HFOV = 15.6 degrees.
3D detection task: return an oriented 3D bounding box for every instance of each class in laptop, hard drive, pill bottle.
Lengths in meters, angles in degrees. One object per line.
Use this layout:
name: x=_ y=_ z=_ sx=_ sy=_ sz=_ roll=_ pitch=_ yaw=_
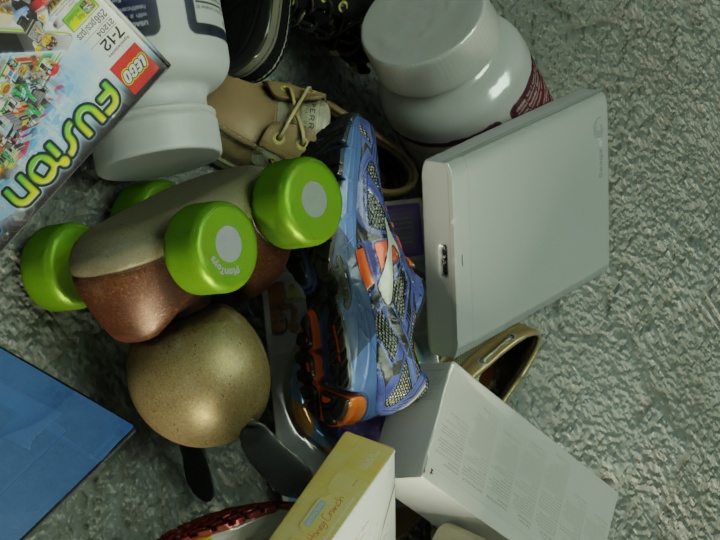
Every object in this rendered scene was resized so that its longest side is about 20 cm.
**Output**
laptop: x=-0.263 y=0.066 z=1.451 sx=0.187 sy=0.116 sz=0.201 roll=-44 pitch=114 yaw=-34
hard drive: x=0.107 y=-0.035 z=1.761 sx=0.200 sy=0.026 sz=0.133 roll=-26 pitch=119 yaw=-51
pill bottle: x=-0.144 y=-0.164 z=1.669 sx=0.111 sy=0.111 sz=0.202 roll=-1 pitch=76 yaw=-44
pill bottle: x=0.077 y=-0.110 z=1.821 sx=0.200 sy=0.109 sz=0.110 roll=59 pitch=40 yaw=-45

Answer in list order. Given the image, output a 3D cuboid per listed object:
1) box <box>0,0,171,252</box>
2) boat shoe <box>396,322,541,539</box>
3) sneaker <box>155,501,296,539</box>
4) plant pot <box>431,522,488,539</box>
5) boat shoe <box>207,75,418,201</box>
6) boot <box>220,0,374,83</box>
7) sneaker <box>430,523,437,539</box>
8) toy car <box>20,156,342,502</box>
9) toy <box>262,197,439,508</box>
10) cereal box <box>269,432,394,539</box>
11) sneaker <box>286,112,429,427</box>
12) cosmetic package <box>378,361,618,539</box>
box: x=-0.218 y=-0.088 z=1.557 sx=0.110 sy=0.035 sz=0.200 roll=45 pitch=80 yaw=-23
boat shoe: x=0.057 y=0.108 z=1.770 sx=0.201 sy=0.076 sz=0.072 roll=-60 pitch=138 yaw=-23
sneaker: x=-0.097 y=0.199 z=1.624 sx=0.199 sy=0.078 sz=0.083 roll=-25 pitch=97 yaw=-36
plant pot: x=0.118 y=0.307 z=1.647 sx=0.201 sy=0.176 sz=0.200 roll=-61 pitch=139 yaw=-22
boat shoe: x=-0.044 y=-0.095 z=1.773 sx=0.199 sy=0.066 sz=0.075 roll=24 pitch=61 yaw=-37
boot: x=-0.034 y=-0.176 z=1.780 sx=0.153 sy=0.073 sz=0.204 roll=36 pitch=32 yaw=-33
sneaker: x=0.073 y=0.183 z=1.798 sx=0.080 sy=0.070 sz=0.201 roll=45 pitch=42 yaw=-15
toy car: x=-0.090 y=0.047 z=1.624 sx=0.157 sy=0.164 sz=0.201 roll=-29 pitch=106 yaw=-44
toy: x=-0.001 y=0.059 z=1.701 sx=0.114 sy=0.047 sz=0.202 roll=-7 pitch=92 yaw=-11
cereal box: x=-0.024 y=0.218 z=1.618 sx=0.144 sy=0.039 sz=0.201 roll=-54 pitch=154 yaw=-39
sneaker: x=0.000 y=0.000 z=1.653 sx=0.078 sy=0.075 sz=0.202 roll=4 pitch=78 yaw=-34
cosmetic package: x=0.089 y=0.141 z=1.711 sx=0.200 sy=0.050 sz=0.083 roll=39 pitch=56 yaw=-41
